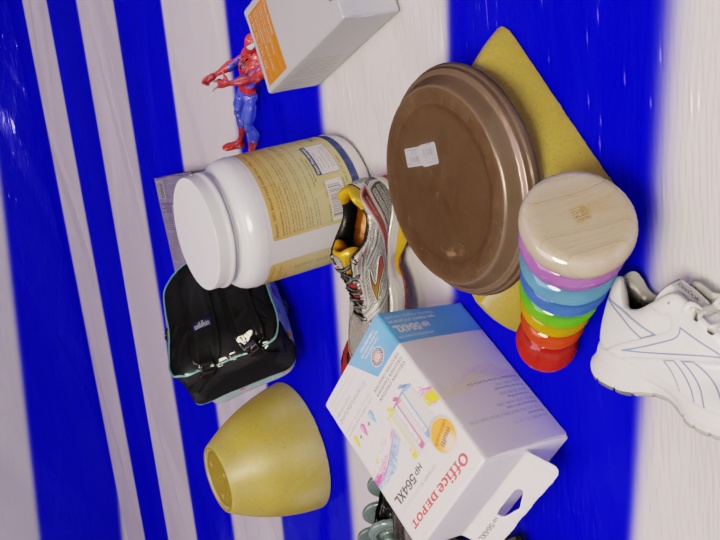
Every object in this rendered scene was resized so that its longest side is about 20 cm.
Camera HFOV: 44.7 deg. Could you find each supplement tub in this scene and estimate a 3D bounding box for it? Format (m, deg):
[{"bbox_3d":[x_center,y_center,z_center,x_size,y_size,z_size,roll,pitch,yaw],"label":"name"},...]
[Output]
[{"bbox_3d":[-0.097,-0.065,0.987,0.144,0.197,0.147,34,132,48],"label":"supplement tub"}]

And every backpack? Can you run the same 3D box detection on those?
[{"bbox_3d":[-0.187,0.073,1.244,0.154,0.173,0.203,62,-175,-58],"label":"backpack"}]

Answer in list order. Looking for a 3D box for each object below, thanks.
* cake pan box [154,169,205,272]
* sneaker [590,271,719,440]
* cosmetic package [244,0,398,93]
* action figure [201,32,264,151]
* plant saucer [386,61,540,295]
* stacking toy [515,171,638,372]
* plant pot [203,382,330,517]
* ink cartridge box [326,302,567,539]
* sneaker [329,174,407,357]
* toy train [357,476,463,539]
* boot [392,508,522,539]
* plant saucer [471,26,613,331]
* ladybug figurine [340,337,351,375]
[{"bbox_3d":[-0.275,-0.070,1.450,0.199,0.051,0.189,3,105,60],"label":"cake pan box"},{"bbox_3d":[0.236,0.056,0.604,0.199,0.073,0.089,19,116,55],"label":"sneaker"},{"bbox_3d":[-0.047,-0.274,0.925,0.199,0.070,0.104,-24,84,60],"label":"cosmetic package"},{"bbox_3d":[-0.172,-0.221,1.149,0.066,0.097,0.202,52,142,30],"label":"action figure"},{"bbox_3d":[0.079,-0.074,0.755,0.199,0.029,0.204,37,135,49],"label":"plant saucer"},{"bbox_3d":[0.159,0.017,0.690,0.086,0.084,0.202,54,165,30],"label":"stacking toy"},{"bbox_3d":[-0.154,0.289,1.327,0.199,0.140,0.204,34,132,48],"label":"plant pot"},{"bbox_3d":[0.084,0.151,0.829,0.201,0.123,0.130,52,127,33],"label":"ink cartridge box"},{"bbox_3d":[0.000,0.000,0.935,0.077,0.081,0.205,13,104,52],"label":"sneaker"},{"bbox_3d":[0.057,0.303,0.996,0.086,0.111,0.203,-91,7,-48],"label":"toy train"},{"bbox_3d":[0.105,0.282,0.889,0.070,0.129,0.204,-86,-17,-62],"label":"boot"},{"bbox_3d":[0.116,-0.069,0.770,0.203,0.048,0.201,62,148,21],"label":"plant saucer"},{"bbox_3d":[0.027,0.148,1.009,0.135,0.071,0.205,-14,92,61],"label":"ladybug figurine"}]
